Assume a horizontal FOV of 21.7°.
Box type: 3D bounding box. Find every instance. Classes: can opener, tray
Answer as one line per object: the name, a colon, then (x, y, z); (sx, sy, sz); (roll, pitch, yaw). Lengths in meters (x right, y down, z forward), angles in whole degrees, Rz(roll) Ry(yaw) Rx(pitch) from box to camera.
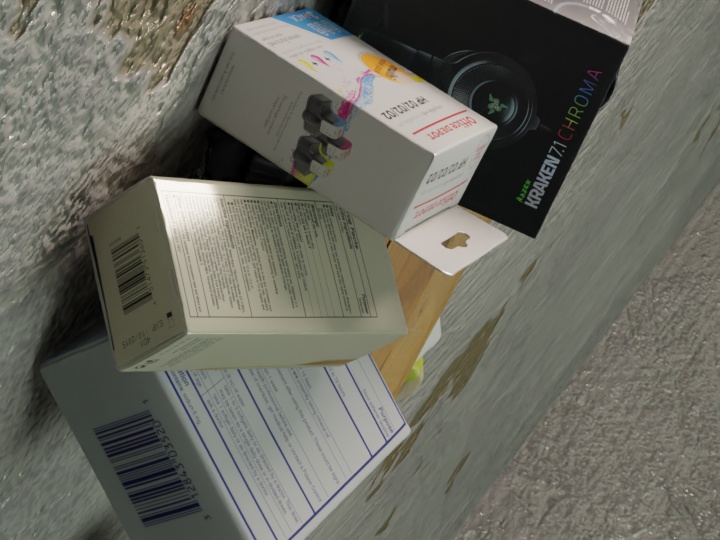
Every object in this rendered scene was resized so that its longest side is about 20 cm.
can opener: (-0.069, -0.063, 1.296); (0.200, 0.078, 0.064); (-23, 137, -82)
tray: (0.025, 0.011, 1.432); (0.098, 0.037, 0.201); (9, 116, -43)

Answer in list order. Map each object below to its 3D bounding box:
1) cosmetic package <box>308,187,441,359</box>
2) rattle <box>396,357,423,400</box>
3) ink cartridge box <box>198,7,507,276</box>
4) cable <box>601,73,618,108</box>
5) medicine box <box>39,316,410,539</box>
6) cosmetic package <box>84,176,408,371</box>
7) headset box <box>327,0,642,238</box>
cosmetic package: (0.000, 0.000, 1.511); (0.113, 0.081, 0.201); (-44, 146, -33)
rattle: (-0.023, 0.077, 1.828); (0.129, 0.144, 0.200); (-11, 161, -25)
ink cartridge box: (0.009, -0.087, 1.212); (0.068, 0.199, 0.115); (-63, 165, 25)
cable: (0.175, -0.209, 1.578); (0.164, 0.050, 0.201); (-61, 139, -41)
medicine box: (-0.086, 0.087, 1.267); (0.102, 0.183, 0.200); (-20, -168, 38)
cosmetic package: (-0.069, 0.005, 1.182); (0.071, 0.106, 0.199); (-27, 160, 38)
headset box: (0.072, -0.149, 1.319); (0.093, 0.198, 0.175); (-65, 180, -54)
